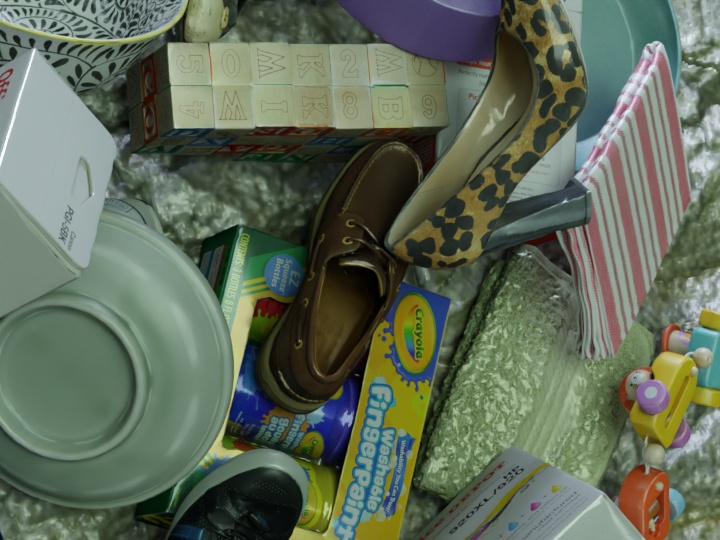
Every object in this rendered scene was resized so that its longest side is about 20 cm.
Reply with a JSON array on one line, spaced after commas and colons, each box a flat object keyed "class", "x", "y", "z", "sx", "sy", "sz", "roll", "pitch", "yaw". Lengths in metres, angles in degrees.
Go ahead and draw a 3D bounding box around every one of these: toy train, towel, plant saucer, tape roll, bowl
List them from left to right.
[{"class": "bowl", "x": -0.219, "y": -0.168, "z": 1.481, "sx": 0.200, "sy": 0.095, "sz": 0.201, "roll": 16, "pitch": 35, "yaw": -12}, {"class": "plant saucer", "x": -0.180, "y": 0.062, "z": 1.438, "sx": 0.199, "sy": 0.050, "sz": 0.201, "roll": 3, "pitch": 107, "yaw": 9}, {"class": "tape roll", "x": 0.061, "y": -0.244, "z": 1.556, "sx": 0.199, "sy": 0.066, "sz": 0.201, "roll": 9, "pitch": 64, "yaw": -18}, {"class": "towel", "x": 0.127, "y": 0.096, "z": 1.652, "sx": 0.148, "sy": 0.036, "sz": 0.201, "roll": 31, "pitch": 70, "yaw": -17}, {"class": "plant saucer", "x": 0.145, "y": -0.168, "z": 1.704, "sx": 0.199, "sy": 0.036, "sz": 0.201, "roll": 5, "pitch": 79, "yaw": -25}, {"class": "towel", "x": 0.188, "y": -0.051, "z": 1.645, "sx": 0.200, "sy": 0.030, "sz": 0.147, "roll": -58, "pitch": 145, "yaw": -40}, {"class": "toy train", "x": 0.225, "y": 0.113, "z": 1.673, "sx": 0.200, "sy": 0.055, "sz": 0.151, "roll": -44, "pitch": 137, "yaw": -40}]

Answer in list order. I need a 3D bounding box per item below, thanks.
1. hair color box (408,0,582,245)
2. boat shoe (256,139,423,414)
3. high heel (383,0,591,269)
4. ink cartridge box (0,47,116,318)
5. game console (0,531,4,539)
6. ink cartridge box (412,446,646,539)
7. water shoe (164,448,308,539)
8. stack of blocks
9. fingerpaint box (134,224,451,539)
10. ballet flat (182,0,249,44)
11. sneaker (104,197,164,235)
[{"class": "hair color box", "x": 0.093, "y": -0.126, "z": 1.618, "sx": 0.110, "sy": 0.064, "sz": 0.201, "roll": 8, "pitch": 79, "yaw": -22}, {"class": "boat shoe", "x": -0.001, "y": 0.000, "z": 1.510, "sx": 0.072, "sy": 0.068, "sz": 0.201, "roll": 31, "pitch": 66, "yaw": -16}, {"class": "high heel", "x": 0.072, "y": -0.101, "z": 1.470, "sx": 0.142, "sy": 0.071, "sz": 0.201, "roll": -16, "pitch": 112, "yaw": -17}, {"class": "ink cartridge box", "x": -0.254, "y": -0.025, "z": 1.356, "sx": 0.083, "sy": 0.199, "sz": 0.147, "roll": 52, "pitch": 24, "yaw": -28}, {"class": "game console", "x": -0.315, "y": 0.175, "z": 1.383, "sx": 0.170, "sy": 0.118, "sz": 0.201, "roll": -22, "pitch": 91, "yaw": -27}, {"class": "ink cartridge box", "x": 0.120, "y": 0.227, "z": 1.518, "sx": 0.147, "sy": 0.200, "sz": 0.145, "roll": -42, "pitch": 101, "yaw": -6}, {"class": "water shoe", "x": -0.100, "y": 0.201, "z": 1.452, "sx": 0.071, "sy": 0.079, "sz": 0.200, "roll": 34, "pitch": 108, "yaw": -26}, {"class": "stack of blocks", "x": -0.054, "y": -0.112, "z": 1.556, "sx": 0.199, "sy": 0.115, "sz": 0.059, "roll": -2, "pitch": 82, "yaw": -25}, {"class": "fingerpaint box", "x": -0.043, "y": 0.092, "z": 1.550, "sx": 0.166, "sy": 0.073, "sz": 0.201, "roll": 20, "pitch": 74, "yaw": -21}, {"class": "ballet flat", "x": -0.069, "y": -0.209, "z": 1.558, "sx": 0.057, "sy": 0.067, "sz": 0.200, "roll": 23, "pitch": 41, "yaw": 9}, {"class": "sneaker", "x": -0.147, "y": 0.050, "z": 1.503, "sx": 0.071, "sy": 0.073, "sz": 0.201, "roll": -24, "pitch": 119, "yaw": -64}]
